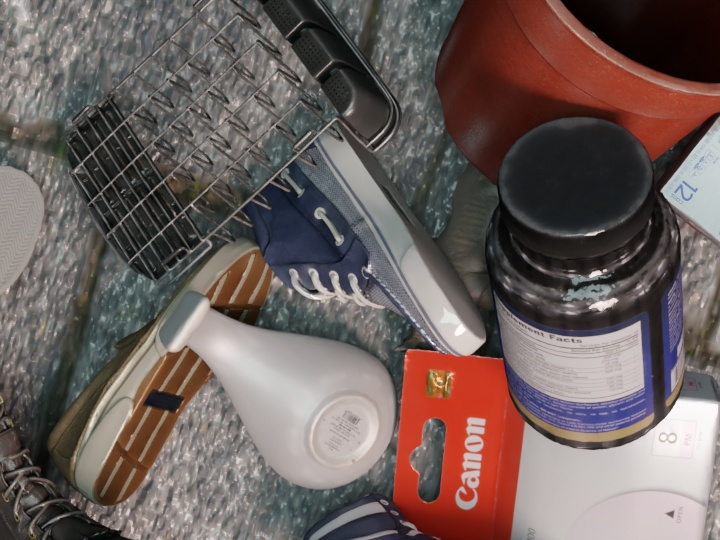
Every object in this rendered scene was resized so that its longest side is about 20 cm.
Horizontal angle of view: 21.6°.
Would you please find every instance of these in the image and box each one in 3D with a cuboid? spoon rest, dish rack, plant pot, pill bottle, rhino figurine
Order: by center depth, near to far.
[{"bbox_3d":[0.131,0.008,1.097,0.111,0.200,0.112,-5,52,7],"label":"pill bottle"},{"bbox_3d":[0.145,-0.145,1.121,0.200,0.195,0.201,8,63,-16],"label":"plant pot"},{"bbox_3d":[-0.090,-0.090,1.206,0.200,0.055,0.154,-41,60,11],"label":"dish rack"},{"bbox_3d":[-0.053,0.071,1.210,0.200,0.061,0.099,38,88,-36],"label":"spoon rest"},{"bbox_3d":[0.081,0.003,1.225,0.087,0.060,0.201,26,101,0],"label":"rhino figurine"}]

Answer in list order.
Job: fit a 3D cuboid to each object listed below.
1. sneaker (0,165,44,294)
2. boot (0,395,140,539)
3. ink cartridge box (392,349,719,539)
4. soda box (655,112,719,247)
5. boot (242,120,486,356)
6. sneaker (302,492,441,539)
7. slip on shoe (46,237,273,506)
[{"bbox_3d":[-0.292,0.019,1.239,0.074,0.115,0.200,43,58,-23],"label":"sneaker"},{"bbox_3d":[-0.216,0.139,1.202,0.069,0.200,0.175,-32,98,-36],"label":"boot"},{"bbox_3d":[0.123,0.140,1.218,0.199,0.057,0.163,4,111,-2],"label":"ink cartridge box"},{"bbox_3d":[0.272,-0.108,1.202,0.063,0.068,0.200,38,95,1],"label":"soda box"},{"bbox_3d":[0.000,0.000,1.191,0.090,0.073,0.200,-40,49,10],"label":"boot"},{"bbox_3d":[0.056,0.199,1.222,0.199,0.109,0.070,6,112,-12],"label":"sneaker"},{"bbox_3d":[-0.134,0.058,1.242,0.061,0.076,0.200,34,94,33],"label":"slip on shoe"}]
